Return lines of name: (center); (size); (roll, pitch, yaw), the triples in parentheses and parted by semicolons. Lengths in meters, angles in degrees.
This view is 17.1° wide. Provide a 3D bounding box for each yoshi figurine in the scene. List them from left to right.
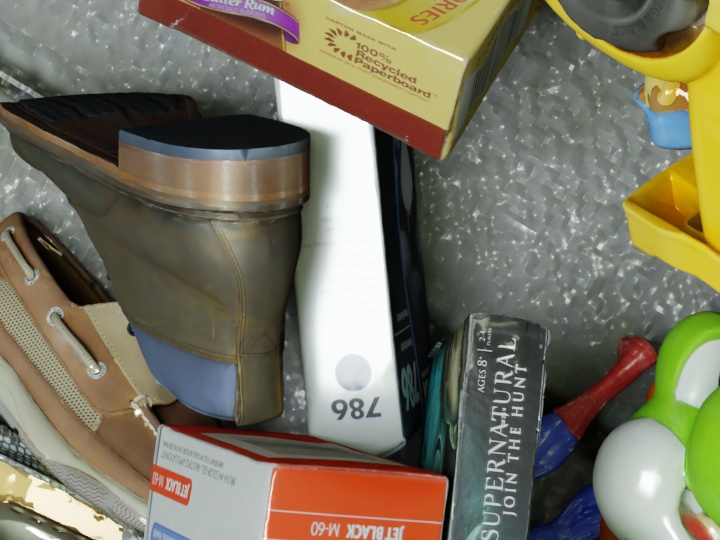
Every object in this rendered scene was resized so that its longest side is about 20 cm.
yoshi figurine: (0.110, 0.109, 0.777); (0.112, 0.112, 0.200); (11, 77, 23)

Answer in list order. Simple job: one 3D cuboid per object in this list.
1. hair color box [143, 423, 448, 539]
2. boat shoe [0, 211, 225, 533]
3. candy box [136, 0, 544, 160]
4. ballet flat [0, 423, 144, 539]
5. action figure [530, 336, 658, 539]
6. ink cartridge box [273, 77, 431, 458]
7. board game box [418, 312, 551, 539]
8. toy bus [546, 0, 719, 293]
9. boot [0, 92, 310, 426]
hair color box: (-0.033, 0.155, 0.754); (0.064, 0.111, 0.200); (6, 90, -24)
boat shoe: (-0.088, 0.043, 0.880); (0.200, 0.076, 0.072); (36, 89, 29)
candy box: (0.024, -0.142, 0.816); (0.117, 0.056, 0.200); (27, 57, 9)
ballet flat: (-0.147, 0.095, 0.920); (0.200, 0.072, 0.072); (24, 98, 9)
action figure: (0.036, 0.112, 0.893); (0.200, 0.099, 0.065); (-37, 83, -11)
ink cartridge box: (0.000, 0.000, 0.868); (0.039, 0.099, 0.200); (-4, 94, 9)
board game box: (0.030, 0.121, 0.777); (0.028, 0.135, 0.200); (6, 80, -3)
toy bus: (0.139, -0.041, 0.703); (0.200, 0.136, 0.192); (34, 138, 31)
boot: (-0.080, -0.011, 0.853); (0.075, 0.200, 0.097); (-7, 103, -26)
